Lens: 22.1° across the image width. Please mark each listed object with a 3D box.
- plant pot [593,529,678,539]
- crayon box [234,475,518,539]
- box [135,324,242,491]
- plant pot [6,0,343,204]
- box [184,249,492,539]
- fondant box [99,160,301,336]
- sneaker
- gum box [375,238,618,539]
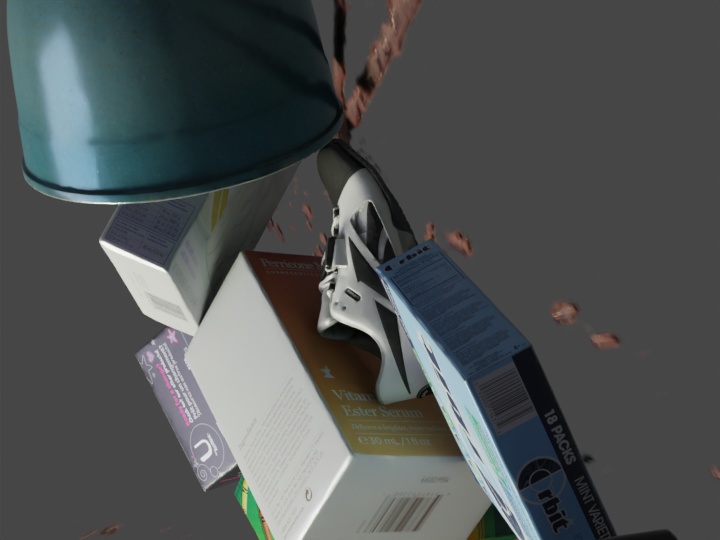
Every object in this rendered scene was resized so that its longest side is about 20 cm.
[{"bbox_3d":[0.102,0.233,0.869,0.200,0.177,0.200,60,176,24],"label":"plant pot"},{"bbox_3d":[0.020,0.183,1.403,0.119,0.200,0.058,56,136,36],"label":"crayon box"},{"bbox_3d":[-0.056,0.077,1.484,0.200,0.115,0.132,-14,-110,-48],"label":"box"},{"bbox_3d":[-0.121,-0.164,1.099,0.200,0.200,0.188,-127,26,-64],"label":"plant pot"},{"bbox_3d":[-0.008,0.093,1.300,0.106,0.152,0.200,-59,45,32],"label":"box"},{"bbox_3d":[-0.102,-0.068,1.327,0.058,0.200,0.144,22,163,14],"label":"fondant box"},{"bbox_3d":[0.000,0.000,1.247,0.200,0.088,0.074,62,177,28],"label":"sneaker"},{"bbox_3d":[0.083,0.089,1.086,0.170,0.044,0.200,64,176,-22],"label":"gum box"}]
